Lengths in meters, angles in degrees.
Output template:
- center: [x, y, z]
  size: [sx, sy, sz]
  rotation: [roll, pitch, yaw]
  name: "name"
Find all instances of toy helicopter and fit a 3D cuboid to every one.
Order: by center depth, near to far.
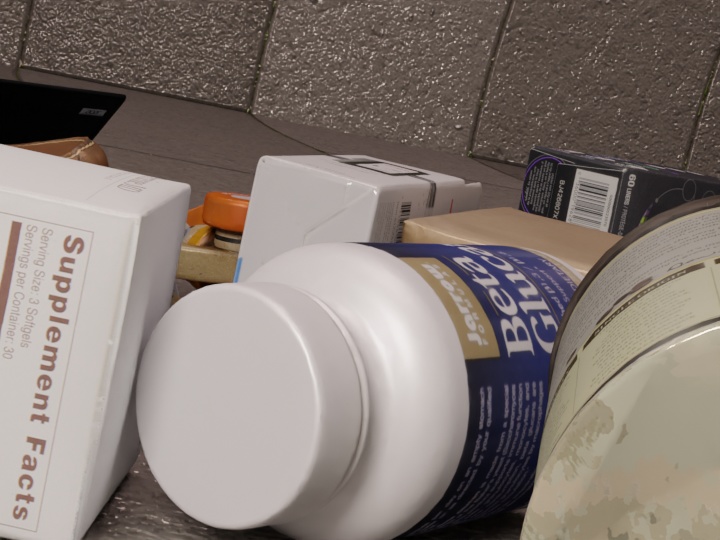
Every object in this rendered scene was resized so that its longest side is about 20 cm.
- center: [-0.137, -0.017, 0.955]
  size: [0.199, 0.079, 0.132]
  rotation: [7, 8, -5]
  name: "toy helicopter"

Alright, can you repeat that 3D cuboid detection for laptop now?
- center: [-0.308, -0.103, 1.186]
  size: [0.199, 0.104, 0.177]
  rotation: [18, 10, 35]
  name: "laptop"

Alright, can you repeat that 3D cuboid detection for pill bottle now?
- center: [0.012, 0.045, 0.621]
  size: [0.111, 0.112, 0.200]
  rotation: [17, 10, 34]
  name: "pill bottle"

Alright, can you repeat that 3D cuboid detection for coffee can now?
- center: [0.125, 0.062, 0.500]
  size: [0.146, 0.147, 0.200]
  rotation: [13, 12, 7]
  name: "coffee can"

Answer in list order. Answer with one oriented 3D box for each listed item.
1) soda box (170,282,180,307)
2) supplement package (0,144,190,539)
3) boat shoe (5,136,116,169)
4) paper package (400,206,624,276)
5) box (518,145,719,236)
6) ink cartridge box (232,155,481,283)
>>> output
- center: [-0.127, 0.008, 0.764]
  size: [0.063, 0.069, 0.200]
  rotation: [-16, 15, -13]
  name: "soda box"
- center: [-0.173, 0.009, 0.578]
  size: [0.199, 0.118, 0.117]
  rotation: [12, 8, 0]
  name: "supplement package"
- center: [-0.211, -0.039, 0.756]
  size: [0.199, 0.068, 0.072]
  rotation: [-13, 14, 14]
  name: "boat shoe"
- center: [0.131, 0.039, 0.857]
  size: [0.199, 0.104, 0.190]
  rotation: [16, 9, 21]
  name: "paper package"
- center: [0.234, -0.029, 1.382]
  size: [0.199, 0.123, 0.106]
  rotation: [3, 11, -43]
  name: "box"
- center: [0.000, 0.000, 0.886]
  size: [0.068, 0.117, 0.200]
  rotation: [16, 9, 18]
  name: "ink cartridge box"
